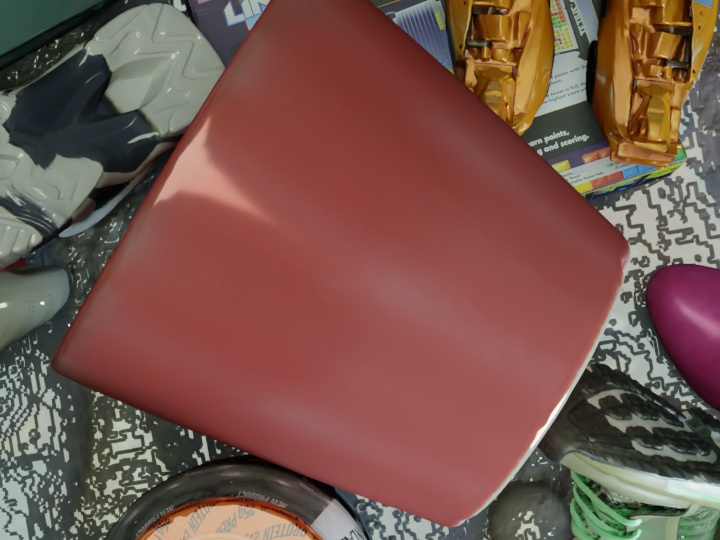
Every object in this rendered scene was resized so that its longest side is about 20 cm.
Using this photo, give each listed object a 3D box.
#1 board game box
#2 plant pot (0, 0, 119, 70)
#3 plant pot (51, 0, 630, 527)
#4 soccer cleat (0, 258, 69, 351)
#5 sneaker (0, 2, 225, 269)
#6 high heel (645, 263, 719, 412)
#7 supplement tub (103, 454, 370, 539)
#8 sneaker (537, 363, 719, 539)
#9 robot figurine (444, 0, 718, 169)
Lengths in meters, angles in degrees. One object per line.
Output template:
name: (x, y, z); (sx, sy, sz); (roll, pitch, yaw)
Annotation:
board game box: (0.031, -0.095, 0.926); (0.200, 0.057, 0.166); (-17, 85, -1)
plant pot: (-0.192, -0.164, 0.865); (0.200, 0.201, 0.161); (-29, 98, -2)
plant pot: (0.000, 0.000, 0.804); (0.177, 0.200, 0.201); (32, 87, -4)
soccer cleat: (-0.221, 0.053, 0.912); (0.200, 0.069, 0.078); (-21, 92, 5)
sneaker: (-0.161, -0.038, 0.876); (0.080, 0.130, 0.199); (49, 60, 0)
high heel: (0.217, 0.063, 0.896); (0.200, 0.096, 0.067); (43, 87, 2)
supplement tub: (-0.051, 0.141, 0.837); (0.122, 0.200, 0.123); (0, 86, -1)
sneaker: (0.122, 0.105, 0.859); (0.089, 0.200, 0.077); (-50, 55, 10)
robot figurine: (0.102, -0.150, 0.872); (0.145, 0.058, 0.200); (5, 86, 0)
